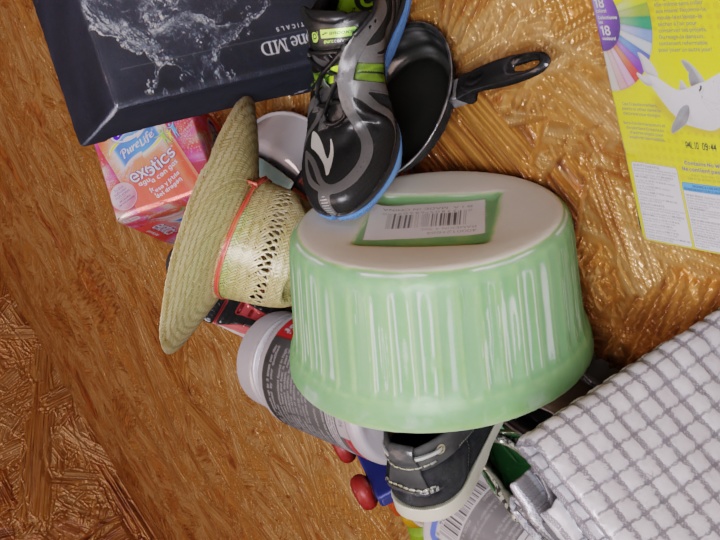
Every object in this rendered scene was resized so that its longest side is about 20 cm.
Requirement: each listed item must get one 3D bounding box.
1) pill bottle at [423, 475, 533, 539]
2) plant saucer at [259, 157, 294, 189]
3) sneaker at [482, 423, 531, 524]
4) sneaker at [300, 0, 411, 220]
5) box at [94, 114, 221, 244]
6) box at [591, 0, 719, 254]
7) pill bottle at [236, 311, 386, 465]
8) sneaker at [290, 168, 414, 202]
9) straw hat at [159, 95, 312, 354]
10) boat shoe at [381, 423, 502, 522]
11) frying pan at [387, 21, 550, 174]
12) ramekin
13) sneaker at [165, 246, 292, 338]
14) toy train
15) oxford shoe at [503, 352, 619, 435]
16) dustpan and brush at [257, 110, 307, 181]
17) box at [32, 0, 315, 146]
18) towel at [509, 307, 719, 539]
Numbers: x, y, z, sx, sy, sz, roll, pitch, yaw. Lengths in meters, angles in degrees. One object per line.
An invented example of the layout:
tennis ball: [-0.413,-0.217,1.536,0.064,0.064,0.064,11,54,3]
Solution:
pill bottle: [0.148,0.223,0.783,0.200,0.114,0.114,28,138,51]
plant saucer: [-0.060,-0.020,0.956,0.201,0.039,0.201,43,164,15]
sneaker: [0.104,0.120,0.747,0.077,0.088,0.200,-59,31,13]
sneaker: [-0.012,-0.129,0.675,0.071,0.083,0.200,-1,75,28]
box: [-0.178,-0.096,1.008,0.200,0.094,0.103,55,-163,-84]
box: [0.169,-0.105,0.496,0.117,0.048,0.200,19,133,57]
pill bottle: [-0.023,0.099,0.963,0.200,0.114,0.114,12,125,51]
sneaker: [0.000,0.000,0.840,0.112,0.078,0.201,-7,102,25]
straw hat: [-0.069,-0.018,0.749,0.085,0.201,0.201,16,144,3]
boat shoe: [0.066,0.074,0.718,0.072,0.200,0.068,-6,125,30]
frying pan: [0.051,-0.129,0.698,0.190,0.031,0.115,-30,54,39]
ramekin: [0.047,0.009,0.673,0.200,0.200,0.098,27,130,52]
sneaker: [-0.126,0.045,1.122,0.200,0.074,0.087,36,166,-3]
toy train: [0.049,0.216,0.962,0.116,0.084,0.200,64,177,-32]
oxford shoe: [0.173,0.128,0.663,0.200,0.084,0.073,31,146,28]
dustpan and brush: [-0.035,-0.095,0.894,0.140,0.057,0.200,48,164,-1]
box: [-0.127,-0.215,0.749,0.117,0.196,0.201,-14,95,63]
towel: [0.194,0.139,0.553,0.200,0.165,0.086,50,158,26]
